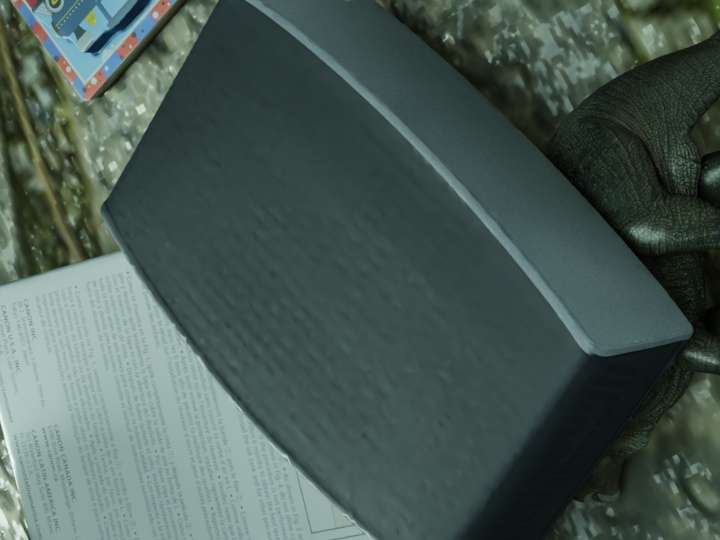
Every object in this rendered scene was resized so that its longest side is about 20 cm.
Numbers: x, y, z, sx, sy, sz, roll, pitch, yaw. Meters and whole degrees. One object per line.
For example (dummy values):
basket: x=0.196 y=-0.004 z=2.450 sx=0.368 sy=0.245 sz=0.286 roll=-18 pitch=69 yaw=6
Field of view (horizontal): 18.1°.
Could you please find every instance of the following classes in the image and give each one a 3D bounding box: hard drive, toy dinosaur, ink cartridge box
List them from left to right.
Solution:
ink cartridge box: x=-0.039 y=0.063 z=0.823 sx=0.200 sy=0.050 sz=0.161 roll=-15 pitch=89 yaw=29
hard drive: x=0.000 y=0.000 z=0.730 sx=0.200 sy=0.042 sz=0.135 roll=47 pitch=118 yaw=27
toy dinosaur: x=0.088 y=-0.006 z=0.721 sx=0.102 sy=0.077 sz=0.201 roll=10 pitch=105 yaw=22

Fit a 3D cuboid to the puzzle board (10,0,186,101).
puzzle board: x=-0.086 y=-0.184 z=0.832 sx=0.200 sy=0.017 sz=0.151 roll=-45 pitch=75 yaw=27
